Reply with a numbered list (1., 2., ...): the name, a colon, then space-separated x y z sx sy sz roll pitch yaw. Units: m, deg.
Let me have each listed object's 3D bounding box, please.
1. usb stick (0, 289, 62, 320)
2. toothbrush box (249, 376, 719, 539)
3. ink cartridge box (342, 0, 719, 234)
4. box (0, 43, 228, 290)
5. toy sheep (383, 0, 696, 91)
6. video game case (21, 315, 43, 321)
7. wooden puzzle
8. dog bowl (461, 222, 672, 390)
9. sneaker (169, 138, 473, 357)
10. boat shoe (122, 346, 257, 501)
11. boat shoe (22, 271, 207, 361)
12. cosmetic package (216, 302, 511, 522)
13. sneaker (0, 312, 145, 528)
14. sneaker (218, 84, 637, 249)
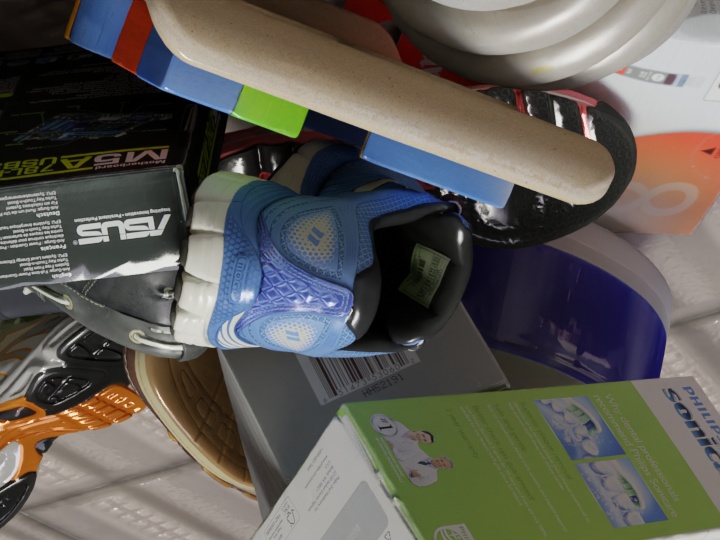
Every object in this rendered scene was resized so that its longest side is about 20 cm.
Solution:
1. usb stick: -0.215 0.008 0.971 0.199 0.033 0.056 -7 145 21
2. toothbrush box: 0.055 0.125 0.830 0.199 0.086 0.146 -2 138 -41
3. ink cartridge box: 0.083 -0.075 0.902 0.199 0.050 0.162 -1 152 -14
4. box: -0.156 -0.042 0.793 0.199 0.193 0.048 -7 114 1
5. toy sheep: 0.061 -0.127 0.721 0.137 0.139 0.200 -19 166 25
6. video game case: -0.151 0.000 1.033 0.199 0.023 0.182 2 152 -15
7. wooden puzzle: -0.028 -0.074 0.737 0.185 0.200 0.046 17 102 -29
8. dog bowl: 0.053 0.035 1.013 0.199 0.079 0.200 12 157 5
9. sneaker: 0.000 0.000 0.751 0.089 0.079 0.200 15 -167 13
10. boat shoe: -0.068 0.073 0.986 0.072 0.072 0.200 2 159 30
11. boat shoe: -0.141 -0.014 0.868 0.199 0.072 0.068 19 125 36
12. cosmetic package: 0.007 0.090 0.901 0.106 0.090 0.200 -24 145 -9
13. sneaker: -0.166 0.045 1.024 0.200 0.092 0.076 -38 138 9
14. sneaker: 0.019 -0.054 0.882 0.199 0.087 0.074 -6 114 -3
